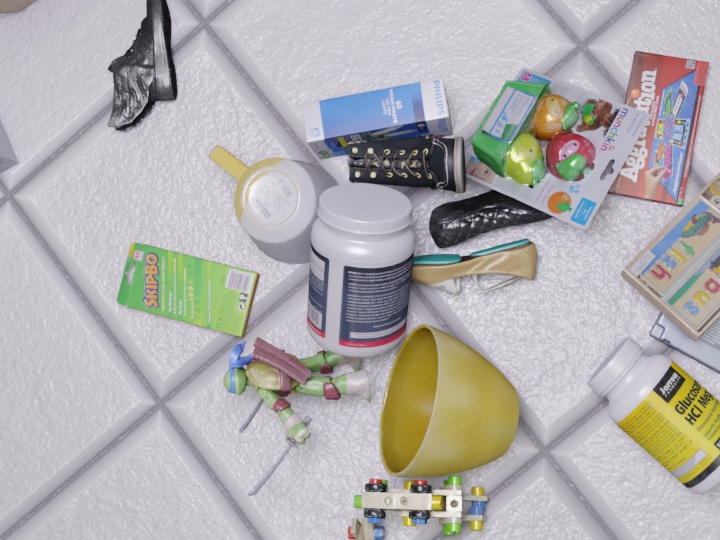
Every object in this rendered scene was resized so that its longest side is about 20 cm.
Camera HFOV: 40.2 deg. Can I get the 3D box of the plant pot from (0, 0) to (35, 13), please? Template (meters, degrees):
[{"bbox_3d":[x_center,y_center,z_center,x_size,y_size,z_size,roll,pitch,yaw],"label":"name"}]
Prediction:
[{"bbox_3d":[-0.524,-0.496,1.445,0.199,0.177,0.201,-33,82,4],"label":"plant pot"}]

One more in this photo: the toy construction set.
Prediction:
[{"bbox_3d":[0.068,0.322,1.327,0.198,0.131,0.093,-17,70,12],"label":"toy construction set"}]

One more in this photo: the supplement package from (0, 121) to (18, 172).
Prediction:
[{"bbox_3d":[-0.640,-0.172,1.473,0.198,0.110,0.115,-26,82,6],"label":"supplement package"}]

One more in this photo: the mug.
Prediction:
[{"bbox_3d":[-0.124,-0.091,1.367,0.184,0.153,0.151,5,87,9],"label":"mug"}]

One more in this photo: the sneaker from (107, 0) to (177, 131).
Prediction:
[{"bbox_3d":[-0.331,-0.313,1.462,0.103,0.060,0.202,-7,88,3],"label":"sneaker"}]

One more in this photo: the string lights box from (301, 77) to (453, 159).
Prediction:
[{"bbox_3d":[0.026,-0.212,1.378,0.198,0.103,0.060,-9,82,8],"label":"string lights box"}]

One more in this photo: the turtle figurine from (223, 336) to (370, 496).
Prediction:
[{"bbox_3d":[-0.087,0.178,1.362,0.192,0.144,0.202,-10,94,-8],"label":"turtle figurine"}]

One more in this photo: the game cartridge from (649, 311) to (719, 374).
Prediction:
[{"bbox_3d":[0.507,0.077,1.318,0.199,0.042,0.134,30,86,10],"label":"game cartridge"}]

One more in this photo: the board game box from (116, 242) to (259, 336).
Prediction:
[{"bbox_3d":[-0.253,0.027,1.442,0.198,0.030,0.097,14,87,7],"label":"board game box"}]

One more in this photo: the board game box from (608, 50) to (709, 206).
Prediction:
[{"bbox_3d":[0.411,-0.196,1.361,0.102,0.019,0.202,11,88,11],"label":"board game box"}]

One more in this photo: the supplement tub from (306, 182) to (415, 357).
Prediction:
[{"bbox_3d":[0.000,0.000,1.313,0.139,0.141,0.202,10,118,9],"label":"supplement tub"}]

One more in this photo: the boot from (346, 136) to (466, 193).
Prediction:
[{"bbox_3d":[0.059,-0.140,1.308,0.152,0.204,0.074,-2,99,-2],"label":"boot"}]

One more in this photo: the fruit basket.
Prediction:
[{"bbox_3d":[0.257,-0.172,1.323,0.199,0.094,0.186,27,79,31],"label":"fruit basket"}]

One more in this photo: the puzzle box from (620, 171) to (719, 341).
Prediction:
[{"bbox_3d":[0.461,-0.020,1.306,0.200,0.025,0.133,-44,73,-10],"label":"puzzle box"}]

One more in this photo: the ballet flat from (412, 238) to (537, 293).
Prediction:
[{"bbox_3d":[0.148,0.002,1.365,0.198,0.069,0.064,-9,98,9],"label":"ballet flat"}]

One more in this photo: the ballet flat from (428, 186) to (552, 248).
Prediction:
[{"bbox_3d":[0.193,-0.078,1.378,0.198,0.057,0.067,-10,42,7],"label":"ballet flat"}]

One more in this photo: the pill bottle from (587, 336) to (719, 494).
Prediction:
[{"bbox_3d":[0.399,0.185,1.287,0.200,0.112,0.113,42,92,9],"label":"pill bottle"}]

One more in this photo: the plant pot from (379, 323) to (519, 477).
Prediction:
[{"bbox_3d":[0.126,0.186,1.305,0.141,0.200,0.202,15,88,-15],"label":"plant pot"}]
